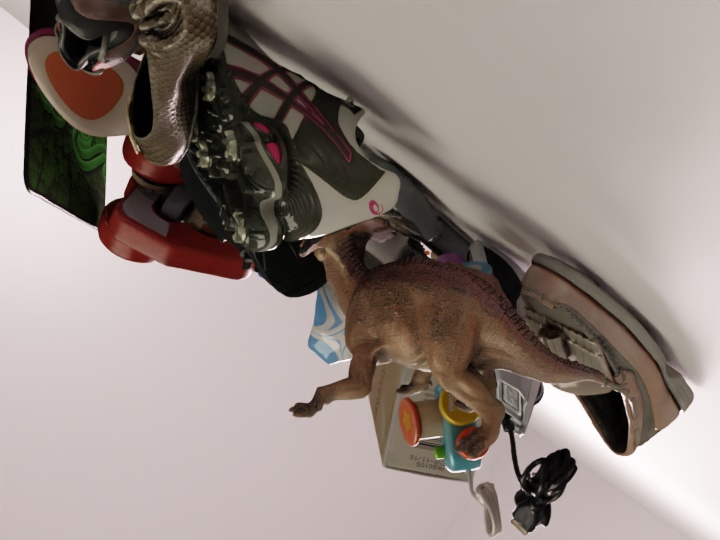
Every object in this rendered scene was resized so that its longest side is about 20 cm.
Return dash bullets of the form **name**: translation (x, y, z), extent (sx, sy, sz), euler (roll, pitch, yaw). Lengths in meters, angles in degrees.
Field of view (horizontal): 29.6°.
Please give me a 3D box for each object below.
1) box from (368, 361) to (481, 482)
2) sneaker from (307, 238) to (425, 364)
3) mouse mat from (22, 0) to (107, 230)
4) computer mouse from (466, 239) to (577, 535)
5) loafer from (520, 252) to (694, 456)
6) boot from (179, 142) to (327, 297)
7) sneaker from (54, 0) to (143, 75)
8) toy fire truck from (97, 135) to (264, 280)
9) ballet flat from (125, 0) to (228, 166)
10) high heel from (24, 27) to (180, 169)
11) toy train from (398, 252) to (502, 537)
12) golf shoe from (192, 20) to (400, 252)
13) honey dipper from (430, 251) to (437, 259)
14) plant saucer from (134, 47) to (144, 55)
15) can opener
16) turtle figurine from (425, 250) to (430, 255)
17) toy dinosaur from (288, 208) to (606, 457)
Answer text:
- **box**: translation (0.057, 0.102, 1.179), extent (0.078, 0.095, 0.200), euler (10, -170, -6)
- **sneaker**: translation (0.000, 0.000, 1.014), extent (0.072, 0.072, 0.200), euler (48, -155, -13)
- **mouse mat**: translation (-0.232, -0.124, 1.092), extent (0.008, 0.161, 0.200), euler (0, 172, 5)
- **computer mouse**: translation (0.105, 0.066, 0.883), extent (0.110, 0.044, 0.200), euler (84, 178, -61)
- **loafer**: translation (0.144, 0.059, 0.818), extent (0.072, 0.063, 0.200), euler (34, 176, 41)
- **boot**: translation (-0.090, -0.081, 0.950), extent (0.162, 0.073, 0.198), euler (43, 159, 60)
- **sneaker**: translation (-0.152, -0.156, 0.797), extent (0.077, 0.082, 0.200), euler (37, 177, -5)
- **toy fire truck**: translation (-0.118, -0.061, 1.157), extent (0.168, 0.112, 0.200), euler (27, -145, 3)
- **ballet flat**: translation (-0.110, -0.109, 0.743), extent (0.200, 0.046, 0.068), euler (137, 124, -69)
- **high heel**: translation (-0.182, -0.142, 1.023), extent (0.200, 0.067, 0.096), euler (38, -160, -49)
- **toy train**: translation (0.055, 0.071, 0.889), extent (0.150, 0.056, 0.200), euler (-102, 7, -61)
- **golf shoe**: translation (-0.047, -0.080, 0.770), extent (0.088, 0.077, 0.200), euler (-5, -140, -18)
- **honey dipper**: translation (0.133, 0.047, 1.063), extent (0.200, 0.038, 0.038), euler (40, 177, -3)
- **plant saucer**: translation (-0.230, -0.233, 0.994), extent (0.200, 0.037, 0.200), euler (38, 178, 1)
- **can opener**: translation (0.051, -0.010, 0.959), extent (0.200, 0.053, 0.066), euler (39, 176, -39)
- **turtle figurine**: translation (0.062, 0.018, 1.168), extent (0.200, 0.064, 0.161), euler (36, 177, 24)
- **toy dinosaur**: translation (0.035, 0.019, 0.760), extent (0.200, 0.136, 0.086), euler (12, -161, 26)
